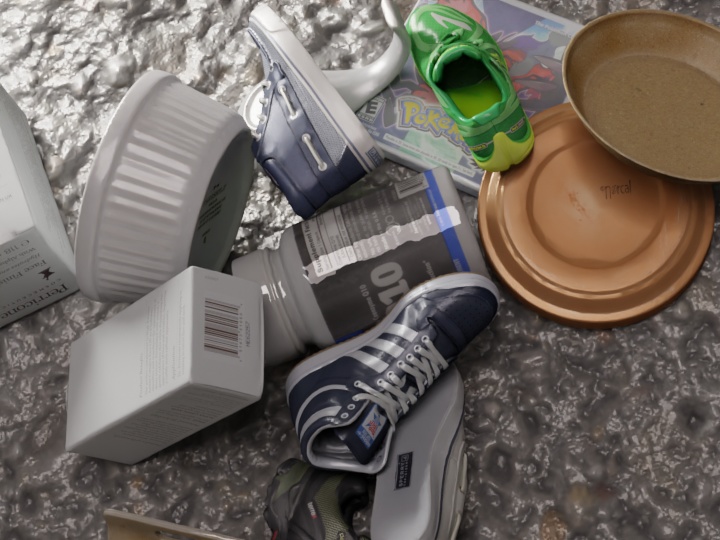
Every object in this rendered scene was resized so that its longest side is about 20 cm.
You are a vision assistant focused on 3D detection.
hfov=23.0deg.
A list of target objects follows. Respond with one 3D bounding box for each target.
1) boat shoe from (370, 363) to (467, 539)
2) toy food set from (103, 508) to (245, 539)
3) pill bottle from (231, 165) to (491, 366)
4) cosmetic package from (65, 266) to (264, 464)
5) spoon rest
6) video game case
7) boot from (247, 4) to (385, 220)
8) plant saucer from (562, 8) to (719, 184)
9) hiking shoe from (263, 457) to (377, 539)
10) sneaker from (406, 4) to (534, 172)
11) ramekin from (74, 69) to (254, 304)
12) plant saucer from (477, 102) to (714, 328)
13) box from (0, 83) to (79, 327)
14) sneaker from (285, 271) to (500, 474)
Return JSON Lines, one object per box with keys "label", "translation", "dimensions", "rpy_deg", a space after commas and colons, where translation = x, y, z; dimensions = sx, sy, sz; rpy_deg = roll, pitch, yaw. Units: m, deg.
{"label": "boat shoe", "translation": [0.056, 0.161, 1.413], "dimensions": [0.071, 0.066, 0.201], "rpy_deg": [-18, 40, 22]}
{"label": "toy food set", "translation": [-0.170, 0.301, 1.411], "dimensions": [0.142, 0.060, 0.202], "rpy_deg": [9, 70, 18]}
{"label": "pill bottle", "translation": [0.000, 0.000, 1.472], "dimensions": [0.198, 0.114, 0.115], "rpy_deg": [-22, 63, 4]}
{"label": "cosmetic package", "translation": [-0.162, 0.081, 1.442], "dimensions": [0.199, 0.074, 0.103], "rpy_deg": [-29, 53, 48]}
{"label": "spoon rest", "translation": [-0.032, -0.160, 1.573], "dimensions": [0.199, 0.060, 0.100], "rpy_deg": [-34, 50, 22]}
{"label": "video game case", "translation": [0.111, -0.158, 1.565], "dimensions": [0.199, 0.023, 0.183], "rpy_deg": [24, 74, 22]}
{"label": "boot", "translation": [-0.066, -0.137, 1.494], "dimensions": [0.090, 0.073, 0.201], "rpy_deg": [-37, 55, 2]}
{"label": "plant saucer", "translation": [0.260, -0.138, 1.478], "dimensions": [0.198, 0.036, 0.202], "rpy_deg": [7, 50, -8]}
{"label": "hiking shoe", "translation": [-0.031, 0.244, 1.394], "dimensions": [0.100, 0.076, 0.202], "rpy_deg": [-1, 66, 17]}
{"label": "sneaker", "translation": [0.091, -0.172, 1.507], "dimensions": [0.074, 0.084, 0.201], "rpy_deg": [-29, 48, 2]}
{"label": "ramekin", "translation": [-0.160, -0.059, 1.498], "dimensions": [0.093, 0.203, 0.204], "rpy_deg": [18, 72, 9]}
{"label": "plant saucer", "translation": [0.196, -0.052, 1.478], "dimensions": [0.198, 0.032, 0.202], "rpy_deg": [-2, 70, 4]}
{"label": "box", "translation": [-0.379, -0.050, 1.577], "dimensions": [0.197, 0.131, 0.201], "rpy_deg": [-25, 64, 2]}
{"label": "sneaker", "translation": [0.030, 0.087, 1.400], "dimensions": [0.199, 0.070, 0.109], "rpy_deg": [-31, 32, 15]}
